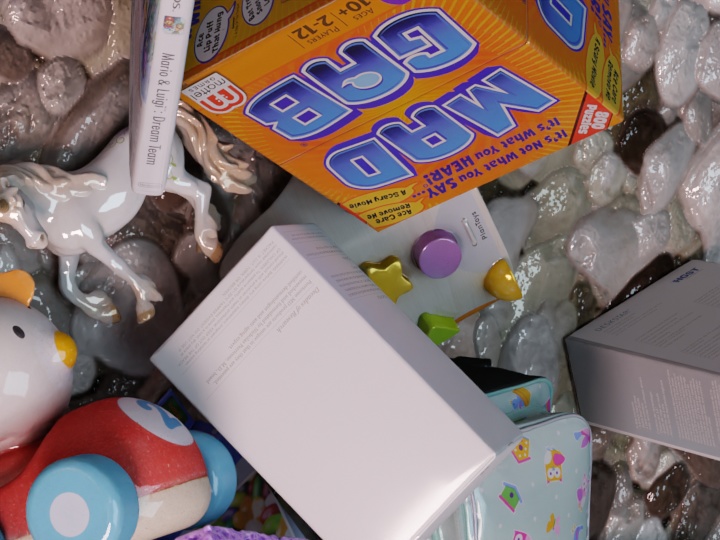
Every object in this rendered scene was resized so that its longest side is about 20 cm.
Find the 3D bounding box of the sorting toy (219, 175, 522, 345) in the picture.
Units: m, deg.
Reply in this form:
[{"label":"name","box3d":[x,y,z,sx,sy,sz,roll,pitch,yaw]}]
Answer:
[{"label":"sorting toy","box3d":[0.000,0.000,1.663,0.179,0.107,0.201,-34,120,-10]}]

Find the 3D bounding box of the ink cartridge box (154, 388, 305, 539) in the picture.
[{"label":"ink cartridge box","box3d":[-0.103,0.189,1.630,0.119,0.042,0.200,-49,124,-23]}]

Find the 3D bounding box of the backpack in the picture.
[{"label":"backpack","box3d":[0.071,0.178,1.706,0.175,0.153,0.202,-13,112,-48]}]

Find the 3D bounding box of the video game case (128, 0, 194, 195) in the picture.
[{"label":"video game case","box3d":[-0.114,-0.177,1.419,0.023,0.201,0.183,5,132,-9]}]

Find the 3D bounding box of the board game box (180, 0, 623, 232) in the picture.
[{"label":"board game box","box3d":[0.024,-0.182,1.515,0.199,0.199,0.201,33,46,-40]}]

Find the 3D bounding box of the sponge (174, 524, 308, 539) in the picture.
[{"label":"sponge","box3d":[-0.079,0.196,1.527,0.200,0.111,0.030,18,54,-55]}]

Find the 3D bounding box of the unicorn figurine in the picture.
[{"label":"unicorn figurine","box3d":[-0.159,-0.036,1.524,0.200,0.074,0.138,-50,118,-40]}]

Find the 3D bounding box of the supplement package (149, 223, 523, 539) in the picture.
[{"label":"supplement package","box3d":[-0.013,0.082,1.546,0.120,0.200,0.121,-47,172,10]}]

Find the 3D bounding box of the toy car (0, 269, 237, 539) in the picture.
[{"label":"toy car","box3d":[-0.194,0.081,1.453,0.201,0.176,0.184,71,18,4]}]

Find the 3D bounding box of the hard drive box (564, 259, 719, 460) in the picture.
[{"label":"hard drive box","box3d":[0.280,0.068,1.832,0.155,0.199,0.077,-29,116,-33]}]
